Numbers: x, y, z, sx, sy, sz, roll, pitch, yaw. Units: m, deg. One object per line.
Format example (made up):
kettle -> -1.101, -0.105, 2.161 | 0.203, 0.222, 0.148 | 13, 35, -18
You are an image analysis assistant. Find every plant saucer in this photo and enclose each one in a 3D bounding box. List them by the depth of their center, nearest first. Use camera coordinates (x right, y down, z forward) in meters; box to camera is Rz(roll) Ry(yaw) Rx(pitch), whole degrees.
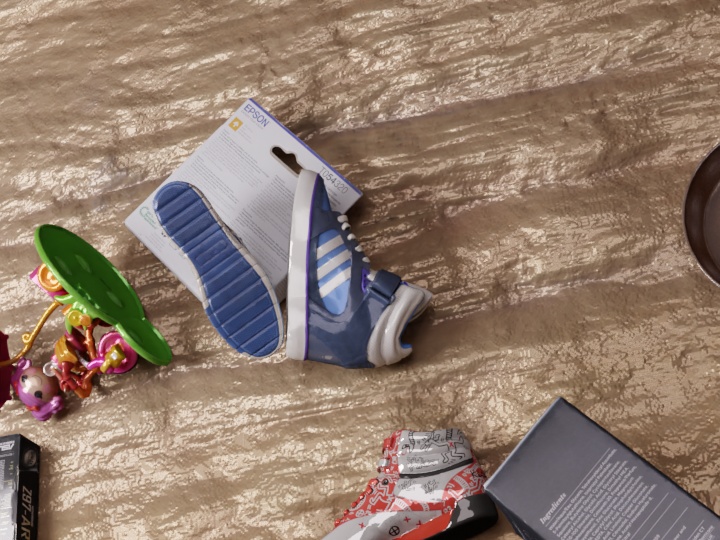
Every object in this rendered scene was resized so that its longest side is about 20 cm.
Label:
plant saucer -> 0.407, -0.050, 1.301 | 0.199, 0.035, 0.202 | -8, 63, 16

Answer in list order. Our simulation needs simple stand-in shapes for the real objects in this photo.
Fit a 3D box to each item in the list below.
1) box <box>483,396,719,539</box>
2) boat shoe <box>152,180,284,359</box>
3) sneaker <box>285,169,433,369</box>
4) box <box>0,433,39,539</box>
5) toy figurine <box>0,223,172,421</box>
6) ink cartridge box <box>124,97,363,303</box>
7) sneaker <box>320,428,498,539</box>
box -> 0.223, 0.226, 1.170 | 0.200, 0.149, 0.107 | 37, 81, 29
boat shoe -> -0.135, -0.003, 1.396 | 0.072, 0.072, 0.201 | -29, 88, 5
sneaker -> 0.000, 0.000, 1.384 | 0.145, 0.081, 0.202 | 3, 74, -5
box -> -0.437, 0.267, 1.443 | 0.199, 0.044, 0.161 | -12, 63, 14
toy figurine -> -0.328, 0.086, 1.464 | 0.184, 0.150, 0.200 | -45, 84, 11
ink cartridge box -> -0.123, -0.059, 1.485 | 0.200, 0.043, 0.196 | -44, 62, -7
sneaker -> 0.022, 0.219, 1.293 | 0.200, 0.067, 0.108 | -21, 60, 5
